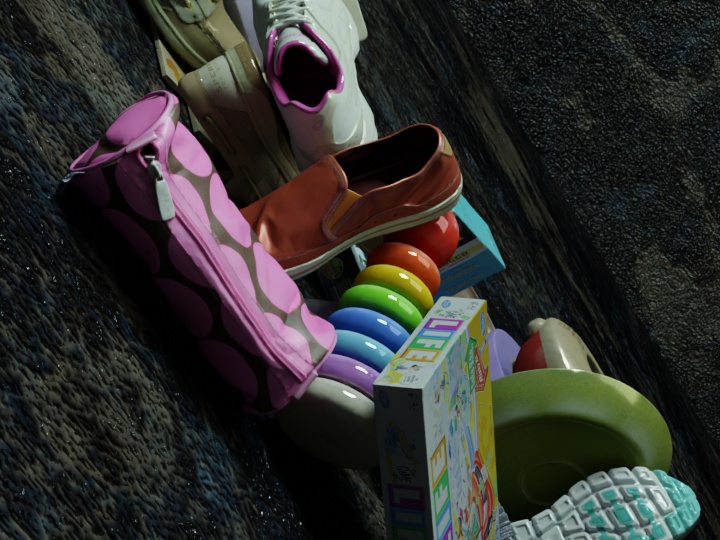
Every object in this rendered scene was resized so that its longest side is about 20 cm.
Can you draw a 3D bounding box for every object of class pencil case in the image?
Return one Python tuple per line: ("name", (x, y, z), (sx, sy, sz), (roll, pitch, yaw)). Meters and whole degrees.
("pencil case", (-0.090, -0.005, 0.922), (0.200, 0.091, 0.093), (54, -20, -21))

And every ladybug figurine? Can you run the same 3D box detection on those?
("ladybug figurine", (0.191, 0.135, 1.346), (0.201, 0.072, 0.136), (61, 13, -1))

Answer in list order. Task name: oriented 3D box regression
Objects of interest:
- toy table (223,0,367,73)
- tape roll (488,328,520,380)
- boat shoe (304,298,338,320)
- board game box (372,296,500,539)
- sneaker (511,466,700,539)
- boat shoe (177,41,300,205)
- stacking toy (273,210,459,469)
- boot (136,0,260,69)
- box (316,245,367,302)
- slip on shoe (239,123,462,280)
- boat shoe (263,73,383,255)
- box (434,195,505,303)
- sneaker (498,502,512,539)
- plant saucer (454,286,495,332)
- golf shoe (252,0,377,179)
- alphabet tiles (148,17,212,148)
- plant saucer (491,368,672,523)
("toy table", (-0.074, -0.268, 1.303), (0.184, 0.116, 0.201), (-131, -158, -57))
("tape roll", (0.138, 0.161, 1.431), (0.201, 0.085, 0.200), (57, 13, -21))
("boat shoe", (0.004, 0.069, 1.127), (0.198, 0.074, 0.068), (20, 0, -32))
("board game box", (0.054, 0.136, 1.021), (0.134, 0.034, 0.202), (-47, 136, -58))
("sneaker", (0.175, 0.221, 1.233), (0.091, 0.199, 0.078), (64, 7, -57))
("boat shoe", (-0.085, -0.086, 1.153), (0.201, 0.064, 0.072), (71, -5, -50))
("stacking toy", (0.017, 0.033, 1.048), (0.086, 0.085, 0.201), (52, 50, -33))
("boot", (-0.104, -0.251, 1.188), (0.200, 0.154, 0.072), (51, 18, -20))
("box", (0.000, 0.000, 1.339), (0.137, 0.040, 0.201), (36, 28, -63))
("slip on shoe", (-0.024, -0.047, 1.034), (0.074, 0.199, 0.061), (-124, -162, -44))
("boat shoe", (-0.026, -0.082, 1.249), (0.064, 0.071, 0.201), (-11, 55, -40))
("box", (0.065, -0.028, 1.380), (0.049, 0.082, 0.200), (67, 11, 20))
("sneaker", (0.054, 0.162, 1.203), (0.082, 0.070, 0.201), (89, -19, -51))
("plant saucer", (0.102, 0.060, 1.604), (0.201, 0.036, 0.201), (56, 15, -23))
("golf shoe", (-0.039, -0.161, 1.102), (0.092, 0.075, 0.201), (62, 8, -59))
("alphabet tiles", (-0.124, -0.155, 1.264), (0.166, 0.006, 0.201), (47, 20, -48))
("plant saucer", (0.154, 0.163, 1.249), (0.200, 0.199, 0.031), (53, 24, -31))
